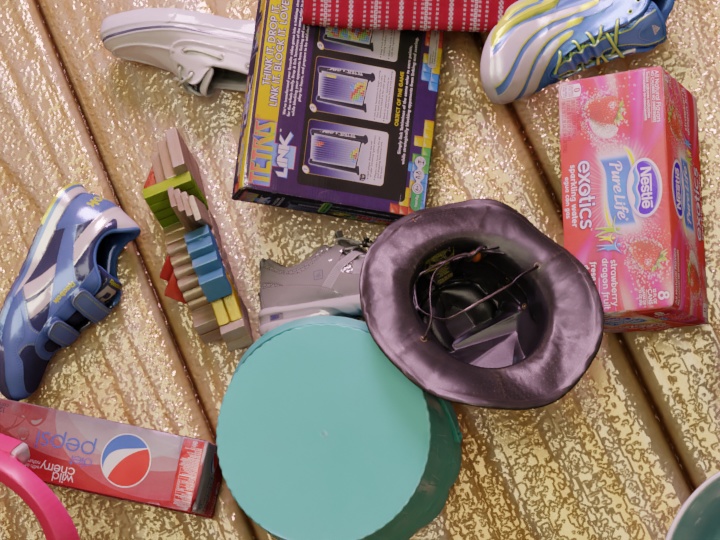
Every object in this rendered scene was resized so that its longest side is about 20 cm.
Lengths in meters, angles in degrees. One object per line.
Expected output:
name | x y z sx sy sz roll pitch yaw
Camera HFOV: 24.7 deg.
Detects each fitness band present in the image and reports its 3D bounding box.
fitness band | -0.318 0.200 1.394 0.198 0.037 0.145 13 125 32

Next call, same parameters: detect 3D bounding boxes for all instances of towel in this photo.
towel | 0.051 -0.276 1.386 0.197 0.023 0.147 1 106 -5

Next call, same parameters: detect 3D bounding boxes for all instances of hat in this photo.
hat | 0.092 0.044 1.320 0.198 0.081 0.203 2 56 -4

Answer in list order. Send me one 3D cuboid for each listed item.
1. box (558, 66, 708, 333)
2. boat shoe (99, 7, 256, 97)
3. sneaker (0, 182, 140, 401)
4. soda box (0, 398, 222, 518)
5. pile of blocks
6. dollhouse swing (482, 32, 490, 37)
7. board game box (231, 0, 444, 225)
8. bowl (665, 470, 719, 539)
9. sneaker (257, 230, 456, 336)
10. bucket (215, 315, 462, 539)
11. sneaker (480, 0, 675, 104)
box | 0.226 -0.055 1.361 0.094 0.099 0.203 -7 77 28
boat shoe | -0.140 -0.190 1.473 0.197 0.074 0.068 3 77 9
sneaker | -0.261 0.025 1.453 0.081 0.074 0.202 20 84 10
soda box | -0.220 0.162 1.419 0.198 0.070 0.064 11 80 12
pile of blocks | -0.156 -0.021 1.439 0.062 0.082 0.202 -21 77 4
dollhouse swing | 0.122 -0.340 1.419 0.199 0.182 0.176 36 66 14
board game box | -0.017 -0.149 1.426 0.163 0.057 0.203 10 80 -12
bowl | 0.335 0.249 1.293 0.198 0.105 0.204 -2 78 10
sneaker | 0.000 0.000 1.411 0.198 0.075 0.083 -14 79 7
bucket | -0.021 0.140 1.357 0.204 0.135 0.210 -2 78 7
sneaker | 0.190 -0.204 1.374 0.104 0.076 0.200 14 48 47
